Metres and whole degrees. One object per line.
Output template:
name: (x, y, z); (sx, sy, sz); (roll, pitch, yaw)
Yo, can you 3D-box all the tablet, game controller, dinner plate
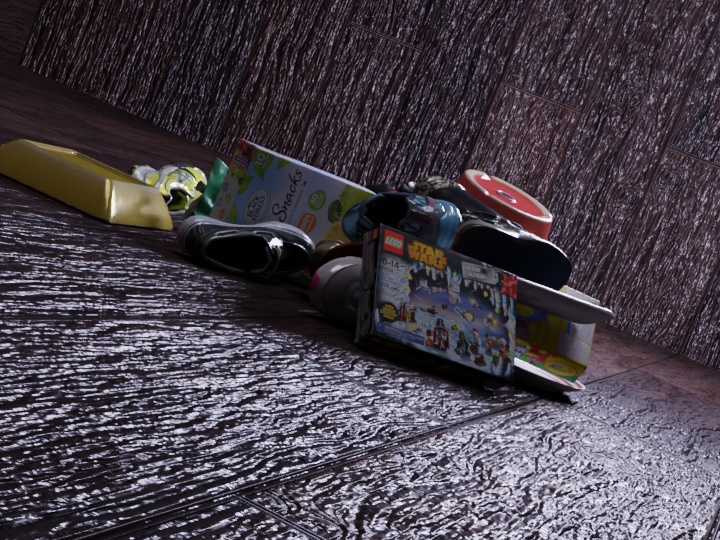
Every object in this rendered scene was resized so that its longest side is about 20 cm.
tablet: (0.206, 0.029, 1.681); (0.199, 0.014, 0.130); (19, -9, -8)
game controller: (0.076, -0.102, 1.960); (0.104, 0.043, 0.200); (-5, -3, 23)
dinner plate: (0.205, 0.124, 1.799); (0.199, 0.024, 0.200); (23, 6, -3)

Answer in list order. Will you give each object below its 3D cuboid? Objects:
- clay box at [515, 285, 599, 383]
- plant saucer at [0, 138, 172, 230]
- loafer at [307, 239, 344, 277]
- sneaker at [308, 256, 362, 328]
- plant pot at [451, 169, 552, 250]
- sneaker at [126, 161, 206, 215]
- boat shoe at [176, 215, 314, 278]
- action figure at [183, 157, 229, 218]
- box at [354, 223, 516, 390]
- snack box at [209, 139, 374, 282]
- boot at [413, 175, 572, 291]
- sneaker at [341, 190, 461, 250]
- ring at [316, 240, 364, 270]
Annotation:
clay box: (0.209, 0.055, 1.768); (0.199, 0.115, 0.048); (23, -38, -5)
plant saucer: (-0.353, -0.115, 1.724); (0.199, 0.049, 0.200); (24, 5, 15)
loafer: (0.000, 0.000, 1.752); (0.075, 0.069, 0.200); (-7, -25, 31)
sneaker: (0.034, 0.044, 1.579); (0.199, 0.082, 0.088); (19, 5, -27)
plant pot: (0.167, -0.031, 1.895); (0.199, 0.178, 0.201); (25, 17, -8)
sneaker: (-0.268, -0.106, 1.927); (0.076, 0.076, 0.200); (31, 18, 15)
boat shoe: (-0.131, -0.018, 1.653); (0.199, 0.073, 0.071); (5, 24, -39)
action figure: (-0.139, -0.051, 1.806); (0.199, 0.119, 0.055); (29, -11, -28)
box: (0.090, 0.043, 1.541); (0.199, 0.138, 0.040); (19, -30, -28)
snack box: (-0.092, -0.069, 1.752); (0.199, 0.143, 0.053); (19, 6, -36)
boot: (0.170, -0.049, 1.744); (0.203, 0.074, 0.154); (20, 20, -37)
sneaker: (0.030, -0.070, 1.630); (0.095, 0.080, 0.199); (19, -11, -35)
ring: (0.041, 0.022, 1.668); (0.199, 0.019, 0.201); (10, -29, 6)
